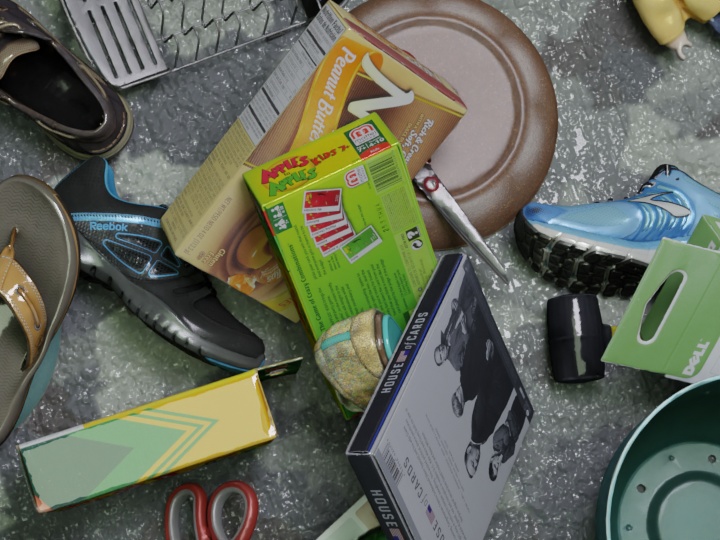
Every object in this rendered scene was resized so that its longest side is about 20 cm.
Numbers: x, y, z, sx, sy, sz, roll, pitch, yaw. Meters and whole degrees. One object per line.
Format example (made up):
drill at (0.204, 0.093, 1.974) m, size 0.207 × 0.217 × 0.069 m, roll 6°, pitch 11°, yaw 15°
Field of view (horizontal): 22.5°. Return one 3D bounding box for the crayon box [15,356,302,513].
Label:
crayon box at (-0.130, 0.115, 1.255) m, size 0.199 × 0.127 × 0.051 m, roll -18°, pitch 84°, yaw -5°

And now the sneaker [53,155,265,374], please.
sneaker at (-0.142, -0.002, 1.296) m, size 0.200 × 0.073 × 0.082 m, roll 37°, pitch 82°, yaw 1°

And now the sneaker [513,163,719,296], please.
sneaker at (0.209, -0.033, 1.334) m, size 0.199 × 0.078 × 0.090 m, roll 4°, pitch 68°, yaw -10°

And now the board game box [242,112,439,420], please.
board game box at (0.000, 0.000, 1.257) m, size 0.101 × 0.048 × 0.201 m, roll -25°, pitch 127°, yaw -6°

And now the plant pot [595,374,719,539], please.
plant pot at (0.254, 0.176, 1.254) m, size 0.199 × 0.161 × 0.202 m, roll 0°, pitch 82°, yaw -3°

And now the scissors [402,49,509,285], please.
scissors at (0.038, -0.069, 1.314) m, size 0.073 × 0.014 × 0.201 m, roll -23°, pitch 86°, yaw -7°

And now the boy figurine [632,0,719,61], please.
boy figurine at (0.246, -0.219, 1.356) m, size 0.199 × 0.064 × 0.125 m, roll 20°, pitch 82°, yaw 0°

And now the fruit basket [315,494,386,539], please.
fruit basket at (0.017, 0.267, 1.263) m, size 0.200 × 0.094 × 0.185 m, roll -41°, pitch 87°, yaw -4°

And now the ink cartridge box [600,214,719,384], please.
ink cartridge box at (0.264, 0.028, 1.272) m, size 0.199 × 0.059 × 0.104 m, roll 14°, pitch 118°, yaw -22°

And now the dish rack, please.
dish rack at (-0.124, -0.225, 1.328) m, size 0.199 × 0.055 × 0.154 m, roll -22°, pitch 84°, yaw -15°

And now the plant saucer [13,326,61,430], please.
plant saucer at (-0.316, 0.039, 1.299) m, size 0.199 × 0.036 × 0.201 m, roll 0°, pitch 83°, yaw -3°

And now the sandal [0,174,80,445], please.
sandal at (-0.253, 0.033, 1.250) m, size 0.081 × 0.055 × 0.201 m, roll 21°, pitch 88°, yaw 9°

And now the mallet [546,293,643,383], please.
mallet at (0.234, 0.055, 1.334) m, size 0.199 × 0.041 × 0.066 m, roll 4°, pitch 83°, yaw -7°

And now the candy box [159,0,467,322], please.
candy box at (-0.033, -0.073, 1.262) m, size 0.115 × 0.055 × 0.200 m, roll 30°, pitch 105°, yaw -33°

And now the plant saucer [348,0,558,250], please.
plant saucer at (0.051, -0.117, 1.344) m, size 0.199 × 0.037 × 0.202 m, roll 0°, pitch 82°, yaw -3°

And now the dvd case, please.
dvd case at (0.058, 0.108, 1.213) m, size 0.025 × 0.200 × 0.151 m, roll -5°, pitch 126°, yaw 30°

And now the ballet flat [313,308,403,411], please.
ballet flat at (0.027, 0.094, 1.262) m, size 0.070 × 0.200 × 0.071 m, roll -15°, pitch 52°, yaw 20°

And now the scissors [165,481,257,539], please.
scissors at (-0.094, 0.240, 1.255) m, size 0.073 × 0.014 × 0.201 m, roll -17°, pitch 67°, yaw 18°

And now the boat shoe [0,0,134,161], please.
boat shoe at (-0.249, -0.156, 1.310) m, size 0.199 × 0.073 × 0.075 m, roll 33°, pitch 82°, yaw 1°
